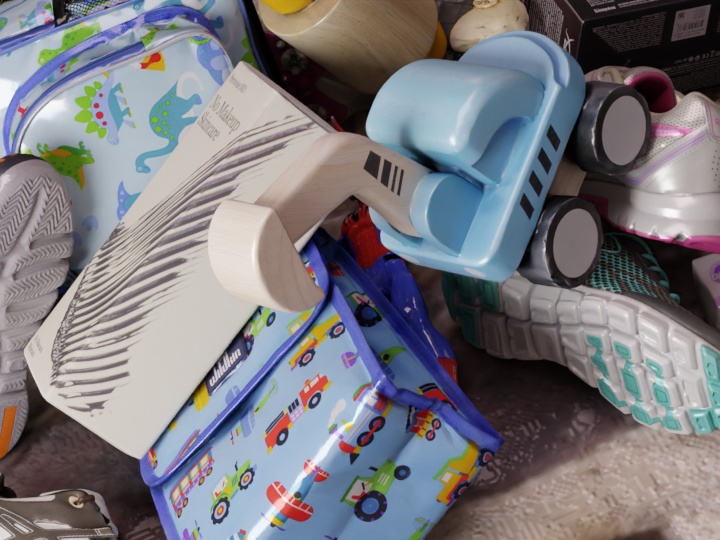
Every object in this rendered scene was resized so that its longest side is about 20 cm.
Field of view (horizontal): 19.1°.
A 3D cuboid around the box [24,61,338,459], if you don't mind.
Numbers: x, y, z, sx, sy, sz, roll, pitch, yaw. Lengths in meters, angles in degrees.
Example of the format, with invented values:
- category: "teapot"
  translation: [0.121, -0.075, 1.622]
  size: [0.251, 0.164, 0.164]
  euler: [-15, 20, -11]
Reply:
- category: "box"
  translation: [-0.089, -0.006, 1.127]
  size: [0.200, 0.068, 0.082]
  euler: [-54, 24, 2]

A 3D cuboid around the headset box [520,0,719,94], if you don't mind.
- category: "headset box"
  translation: [0.150, -0.192, 1.297]
  size: [0.148, 0.078, 0.200]
  euler: [-14, 45, -20]

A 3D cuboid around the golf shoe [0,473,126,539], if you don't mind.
- category: "golf shoe"
  translation: [-0.140, 0.153, 1.095]
  size: [0.199, 0.078, 0.095]
  euler: [14, 54, 24]

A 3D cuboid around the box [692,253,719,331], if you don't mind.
- category: "box"
  translation: [0.279, -0.012, 1.153]
  size: [0.199, 0.039, 0.042]
  euler: [-18, 46, -1]

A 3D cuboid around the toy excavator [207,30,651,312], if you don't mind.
- category: "toy excavator"
  translation: [0.028, -0.048, 1.061]
  size: [0.100, 0.200, 0.195]
  euler: [13, 76, 46]

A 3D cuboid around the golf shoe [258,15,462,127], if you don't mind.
- category: "golf shoe"
  translation: [-0.009, -0.137, 1.325]
  size: [0.199, 0.076, 0.092]
  euler: [1, 41, 5]

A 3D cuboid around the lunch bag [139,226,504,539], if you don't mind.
- category: "lunch bag"
  translation: [-0.039, 0.073, 1.109]
  size: [0.151, 0.094, 0.200]
  euler: [-51, 37, 12]

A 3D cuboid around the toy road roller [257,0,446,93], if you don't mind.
- category: "toy road roller"
  translation: [0.005, -0.215, 1.207]
  size: [0.146, 0.123, 0.201]
  euler: [-36, 50, 22]

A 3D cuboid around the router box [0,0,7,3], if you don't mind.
- category: "router box"
  translation: [-0.285, -0.181, 1.374]
  size: [0.062, 0.150, 0.201]
  euler: [2, 50, 17]

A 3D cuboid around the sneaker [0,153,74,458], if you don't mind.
- category: "sneaker"
  translation: [-0.226, 0.006, 1.169]
  size: [0.077, 0.201, 0.112]
  euler: [-12, 42, -44]

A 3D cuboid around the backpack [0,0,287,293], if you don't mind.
- category: "backpack"
  translation: [-0.142, -0.078, 1.216]
  size: [0.199, 0.184, 0.147]
  euler: [-19, 29, 3]

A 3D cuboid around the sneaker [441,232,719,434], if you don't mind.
- category: "sneaker"
  translation: [0.140, 0.017, 1.140]
  size: [0.199, 0.078, 0.091]
  euler: [26, 51, 37]

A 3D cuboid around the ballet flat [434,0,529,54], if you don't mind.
- category: "ballet flat"
  translation: [0.039, -0.184, 1.277]
  size: [0.066, 0.057, 0.200]
  euler: [-18, 39, -19]

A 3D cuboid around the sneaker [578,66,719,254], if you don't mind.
- category: "sneaker"
  translation: [0.139, -0.070, 1.177]
  size: [0.199, 0.081, 0.089]
  euler: [19, 96, 46]

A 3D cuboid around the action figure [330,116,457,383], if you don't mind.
- category: "action figure"
  translation: [0.000, 0.000, 1.176]
  size: [0.065, 0.099, 0.201]
  euler: [-34, 41, 20]
